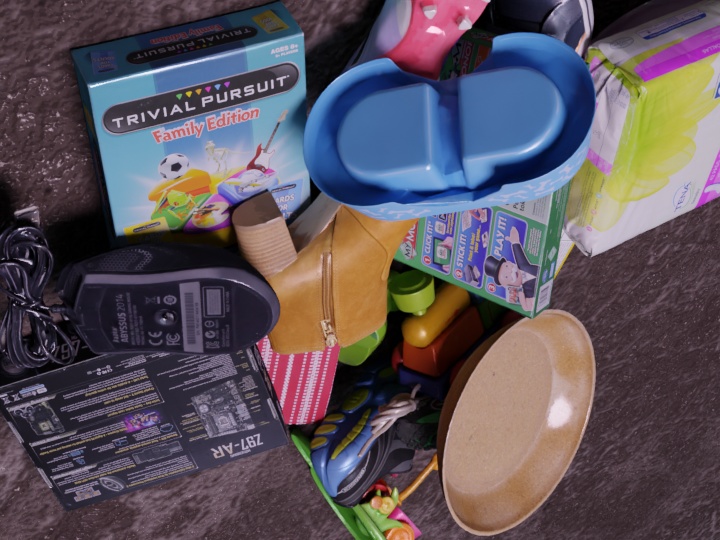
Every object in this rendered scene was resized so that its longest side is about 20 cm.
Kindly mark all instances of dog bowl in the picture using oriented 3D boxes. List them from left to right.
[{"bbox_3d":[0.062,-0.091,0.821,0.200,0.112,0.050,-8,156,16],"label":"dog bowl"}]

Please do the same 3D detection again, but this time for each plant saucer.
[{"bbox_3d":[0.125,0.124,1.024,0.200,0.035,0.201,-21,120,-40],"label":"plant saucer"}]

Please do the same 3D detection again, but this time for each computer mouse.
[{"bbox_3d":[-0.157,0.012,0.872,0.199,0.053,0.139,3,131,-8],"label":"computer mouse"}]

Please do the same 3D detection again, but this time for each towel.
[{"bbox_3d":[-0.118,0.076,1.014,0.199,0.023,0.145,1,130,-15],"label":"towel"}]

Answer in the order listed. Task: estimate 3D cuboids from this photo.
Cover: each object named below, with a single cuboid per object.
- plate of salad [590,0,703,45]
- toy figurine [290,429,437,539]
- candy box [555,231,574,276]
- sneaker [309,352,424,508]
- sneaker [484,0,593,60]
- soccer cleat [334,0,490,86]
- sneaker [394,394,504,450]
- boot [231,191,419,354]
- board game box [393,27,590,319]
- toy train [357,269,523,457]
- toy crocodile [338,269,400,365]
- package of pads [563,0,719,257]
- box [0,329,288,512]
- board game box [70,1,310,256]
[{"bbox_3d":[0.247,-0.163,1.019,0.200,0.048,0.200,-14,144,-10],"label":"plate of salad"},{"bbox_3d":[0.054,0.178,1.200,0.184,0.150,0.200,-38,116,-14],"label":"toy figurine"},{"bbox_3d":[0.140,-0.007,1.118,0.102,0.026,0.200,0,130,-33],"label":"candy box"},{"bbox_3d":[0.024,0.140,1.110,0.200,0.071,0.083,-42,132,-41],"label":"sneaker"},{"bbox_3d":[0.127,-0.152,0.916,0.079,0.078,0.200,-53,149,-31],"label":"sneaker"},{"bbox_3d":[0.034,-0.169,0.869,0.067,0.077,0.200,17,141,-20],"label":"soccer cleat"},{"bbox_3d":[0.101,0.098,1.099,0.200,0.085,0.078,-25,168,-37],"label":"sneaker"},{"bbox_3d":[0.008,-0.016,0.924,0.201,0.071,0.144,-19,131,-1],"label":"boot"},{"bbox_3d":[0.093,-0.077,0.917,0.029,0.134,0.200,-30,135,-44],"label":"board game box"},{"bbox_3d":[0.051,0.052,1.013,0.200,0.085,0.116,-41,128,-30],"label":"toy train"},{"bbox_3d":[0.000,0.000,1.020,0.068,0.062,0.200,-54,152,-39],"label":"toy crocodile"},{"bbox_3d":[0.236,-0.111,0.960,0.154,0.068,0.200,-24,146,-19],"label":"package of pads"},{"bbox_3d":[-0.174,0.105,0.980,0.200,0.044,0.160,-18,132,0],"label":"box"},{"bbox_3d":[-0.114,-0.081,0.877,0.151,0.047,0.200,-17,137,-17],"label":"board game box"}]
